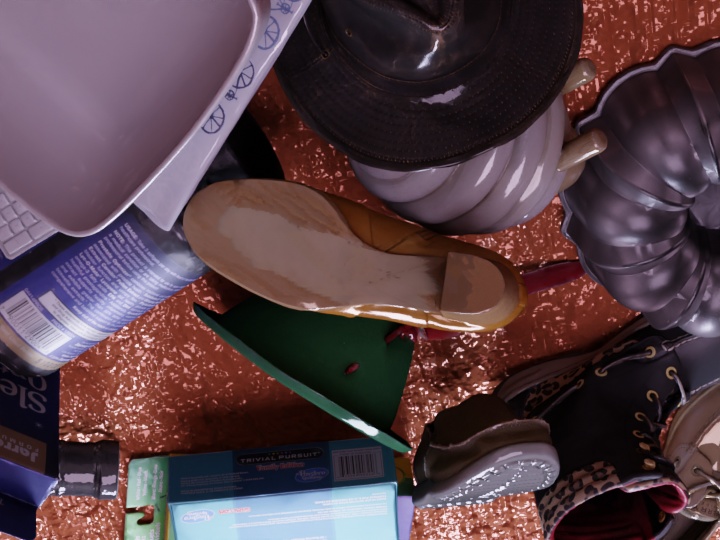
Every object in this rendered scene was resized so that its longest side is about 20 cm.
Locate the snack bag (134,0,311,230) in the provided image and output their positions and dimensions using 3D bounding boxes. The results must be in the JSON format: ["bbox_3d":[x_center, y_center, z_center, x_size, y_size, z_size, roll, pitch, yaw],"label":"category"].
[{"bbox_3d":[-0.137,-0.151,1.174,0.200,0.021,0.189,41,118,12],"label":"snack bag"}]

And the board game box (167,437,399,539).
[{"bbox_3d":[-0.047,0.205,1.431,0.151,0.047,0.200,-5,130,-1],"label":"board game box"}]

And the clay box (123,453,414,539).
[{"bbox_3d":[-0.067,0.187,1.478,0.200,0.048,0.115,1,125,-8],"label":"clay box"}]

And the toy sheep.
[{"bbox_3d":[0.060,-0.085,1.247,0.200,0.138,0.138,17,123,-39],"label":"toy sheep"}]

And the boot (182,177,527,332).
[{"bbox_3d":[0.001,-0.001,1.244,0.201,0.144,0.071,14,86,7],"label":"boot"}]

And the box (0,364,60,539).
[{"bbox_3d":[-0.244,0.074,1.281,0.121,0.200,0.032,25,119,-23],"label":"box"}]

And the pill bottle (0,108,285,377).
[{"bbox_3d":[-0.150,-0.028,1.275,0.200,0.112,0.112,-32,123,15],"label":"pill bottle"}]

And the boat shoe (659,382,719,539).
[{"bbox_3d":[0.244,0.153,1.481,0.072,0.065,0.200,21,120,-21],"label":"boat shoe"}]

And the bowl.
[{"bbox_3d":[-0.153,-0.146,1.119,0.200,0.075,0.200,43,121,0],"label":"bowl"}]

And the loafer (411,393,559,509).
[{"bbox_3d":[0.072,0.115,1.361,0.075,0.070,0.200,-3,170,-17],"label":"loafer"}]

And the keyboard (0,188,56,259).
[{"bbox_3d":[-0.237,-0.104,1.216,0.056,0.011,0.200,-30,95,15],"label":"keyboard"}]

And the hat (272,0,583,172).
[{"bbox_3d":[0.029,-0.161,1.149,0.200,0.201,0.081,-13,164,2],"label":"hat"}]

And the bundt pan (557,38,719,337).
[{"bbox_3d":[0.229,-0.041,1.324,0.202,0.076,0.202,-3,120,-4],"label":"bundt pan"}]

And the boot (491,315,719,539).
[{"bbox_3d":[0.191,0.104,1.388,0.200,0.151,0.073,-19,125,5],"label":"boot"}]

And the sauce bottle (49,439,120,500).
[{"bbox_3d":[-0.263,0.132,1.403,0.200,0.066,0.066,5,124,-8],"label":"sauce bottle"}]

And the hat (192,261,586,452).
[{"bbox_3d":[0.014,0.004,1.342,0.176,0.166,0.200,-55,153,0],"label":"hat"}]
